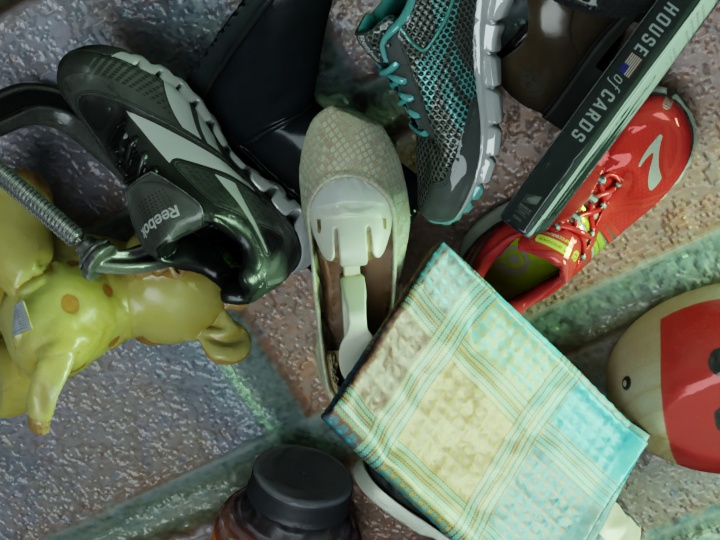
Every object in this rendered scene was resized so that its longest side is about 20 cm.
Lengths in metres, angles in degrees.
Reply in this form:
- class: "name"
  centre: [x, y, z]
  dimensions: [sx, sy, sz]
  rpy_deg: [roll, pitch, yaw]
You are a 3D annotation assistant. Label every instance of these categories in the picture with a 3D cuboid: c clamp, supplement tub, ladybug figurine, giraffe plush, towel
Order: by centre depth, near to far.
- class: "towel"
  centre: [0.082, 0.099, 1.317]
  dimensions: [0.200, 0.147, 0.022]
  rpy_deg: [44, 151, -19]
- class: "c clamp"
  centre: [-0.197, -0.055, 1.338]
  dimensions: [0.200, 0.171, 0.027]
  rpy_deg: [36, 125, 11]
- class: "ladybug figurine"
  centre: [0.256, 0.076, 1.381]
  dimensions: [0.199, 0.072, 0.137]
  rpy_deg: [-9, 115, 15]
- class: "giraffe plush"
  centre: [-0.161, 0.009, 1.396]
  dimensions: [0.161, 0.200, 0.174]
  rpy_deg: [-11, 104, -20]
- class: "supplement tub"
  centre: [-0.059, 0.223, 1.499]
  dimensions: [0.106, 0.107, 0.201]
  rpy_deg: [15, 119, 3]

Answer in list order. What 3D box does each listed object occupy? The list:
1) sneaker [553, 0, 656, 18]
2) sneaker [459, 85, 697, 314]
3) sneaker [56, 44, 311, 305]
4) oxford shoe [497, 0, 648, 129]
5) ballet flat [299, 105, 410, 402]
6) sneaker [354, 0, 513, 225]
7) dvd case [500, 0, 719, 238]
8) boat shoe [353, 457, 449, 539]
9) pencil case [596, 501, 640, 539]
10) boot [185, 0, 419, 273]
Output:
- class: "sneaker"
  centre: [0.102, -0.224, 1.220]
  dimensions: [0.081, 0.074, 0.200]
  rpy_deg: [-43, 76, -11]
- class: "sneaker"
  centre: [0.136, -0.030, 1.342]
  dimensions: [0.077, 0.085, 0.200]
  rpy_deg: [38, 118, -11]
- class: "sneaker"
  centre: [-0.115, -0.055, 1.308]
  dimensions: [0.200, 0.091, 0.066]
  rpy_deg: [44, 130, -6]
- class: "oxford shoe"
  centre: [0.138, -0.179, 1.274]
  dimensions: [0.084, 0.073, 0.201]
  rpy_deg: [31, 118, -2]
- class: "ballet flat"
  centre: [0.000, 0.000, 1.306]
  dimensions: [0.067, 0.062, 0.201]
  rpy_deg: [-5, 114, 0]
- class: "sneaker"
  centre: [0.038, -0.128, 1.294]
  dimensions: [0.091, 0.078, 0.201]
  rpy_deg: [0, 103, -18]
- class: "dvd case"
  centre: [0.153, -0.106, 1.230]
  dimensions: [0.025, 0.150, 0.200]
  rpy_deg: [36, 97, 6]
- class: "boat shoe"
  centre: [0.093, 0.164, 1.458]
  dimensions: [0.199, 0.075, 0.066]
  rpy_deg: [34, 109, -8]
- class: "pencil case"
  centre: [0.091, 0.139, 1.385]
  dimensions: [0.200, 0.090, 0.078]
  rpy_deg: [41, 124, -8]
- class: "boot"
  centre: [-0.021, -0.099, 1.340]
  dimensions: [0.168, 0.077, 0.200]
  rpy_deg: [36, 125, -4]
